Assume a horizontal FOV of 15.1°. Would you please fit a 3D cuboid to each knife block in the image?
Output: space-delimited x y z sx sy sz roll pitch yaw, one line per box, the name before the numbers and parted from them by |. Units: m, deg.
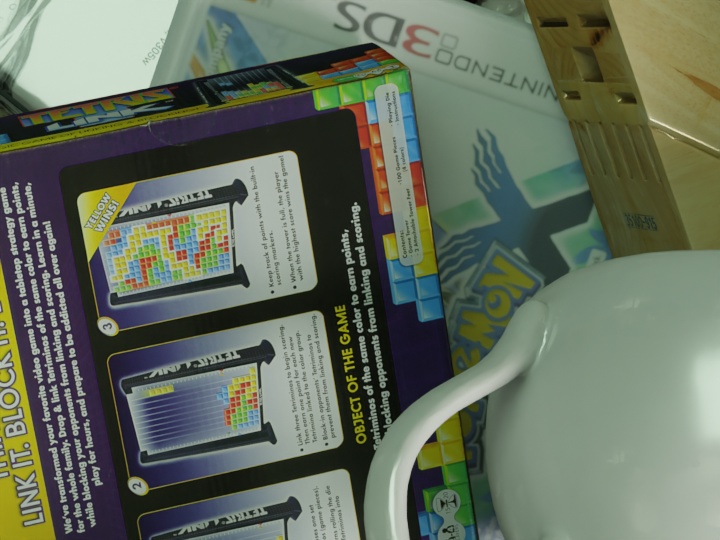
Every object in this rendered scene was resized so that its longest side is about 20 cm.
knife block | 0.160 -0.066 0.929 0.175 0.064 0.200 -25 104 -19

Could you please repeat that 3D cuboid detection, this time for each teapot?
teapot | 0.124 0.087 0.874 0.200 0.197 0.146 2 69 19

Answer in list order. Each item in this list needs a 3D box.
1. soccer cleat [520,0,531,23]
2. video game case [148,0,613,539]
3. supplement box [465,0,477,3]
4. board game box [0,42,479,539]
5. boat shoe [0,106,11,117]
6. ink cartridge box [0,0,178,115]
soccer cleat | 0.084 -0.058 1.012 0.085 0.069 0.200 -27 71 5
video game case | 0.000 0.000 0.941 0.182 0.022 0.200 17 100 -18
supplement box | -0.051 -0.165 1.063 0.200 0.110 0.086 31 67 25
board game box | -0.053 0.039 0.897 0.165 0.057 0.200 -11 107 -9
boat shoe | -0.203 0.011 1.064 0.065 0.071 0.200 38 81 25
ink cartridge box | -0.112 -0.099 1.014 0.200 0.146 0.084 39 86 9
